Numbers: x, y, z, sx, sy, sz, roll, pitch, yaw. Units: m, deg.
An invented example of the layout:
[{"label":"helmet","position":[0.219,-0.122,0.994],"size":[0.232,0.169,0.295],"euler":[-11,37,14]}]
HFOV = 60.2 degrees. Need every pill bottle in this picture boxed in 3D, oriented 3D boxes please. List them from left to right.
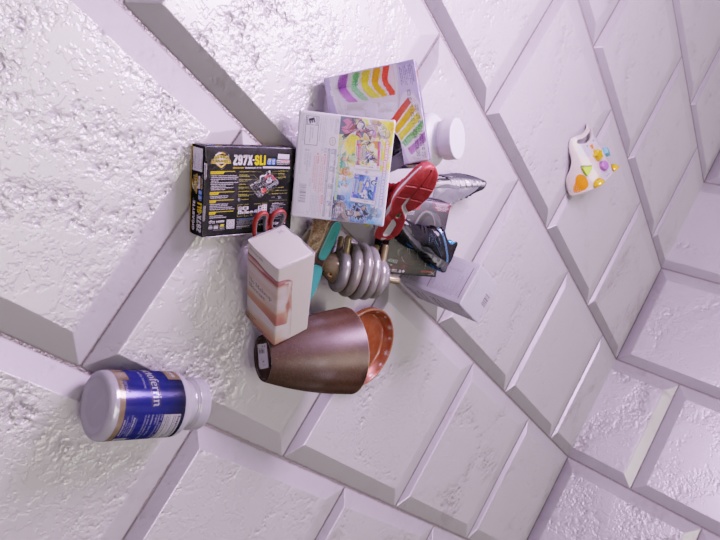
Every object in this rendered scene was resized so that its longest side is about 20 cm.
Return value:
[{"label":"pill bottle","position":[-0.367,0.233,1.079],"size":[0.199,0.115,0.117],"euler":[12,97,-49]},{"label":"pill bottle","position":[0.110,-0.269,1.296],"size":[0.111,0.198,0.112],"euler":[-9,100,-59]}]

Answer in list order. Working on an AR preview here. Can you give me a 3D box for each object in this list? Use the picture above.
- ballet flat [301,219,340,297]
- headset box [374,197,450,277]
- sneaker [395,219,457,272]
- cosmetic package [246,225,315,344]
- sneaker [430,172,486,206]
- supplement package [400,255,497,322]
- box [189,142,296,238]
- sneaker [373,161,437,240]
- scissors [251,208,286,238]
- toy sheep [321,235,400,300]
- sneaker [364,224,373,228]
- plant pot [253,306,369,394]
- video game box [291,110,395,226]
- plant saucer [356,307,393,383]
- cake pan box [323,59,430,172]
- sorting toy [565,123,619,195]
[{"label":"ballet flat","position":[-0.105,-0.023,1.287],"size":[0.201,0.065,0.070],"euler":[-65,154,-3]},{"label":"headset box","position":[0.118,-0.094,1.454],"size":[0.147,0.075,0.202],"euler":[5,103,-26]},{"label":"sneaker","position":[0.141,-0.076,1.392],"size":[0.200,0.073,0.082],"euler":[36,86,-39]},{"label":"cosmetic package","position":[-0.156,0.030,1.185],"size":[0.087,0.103,0.201],"euler":[-25,140,-34]},{"label":"sneaker","position":[0.231,-0.185,1.579],"size":[0.199,0.075,0.116],"euler":[-5,114,-35]},{"label":"supplement package","position":[0.217,0.029,1.545],"size":[0.109,0.199,0.114],"euler":[41,77,-46]},{"label":"box","position":[-0.212,-0.148,1.135],"size":[0.199,0.049,0.161],"euler":[-10,111,-44]},{"label":"sneaker","position":[0.070,-0.167,1.251],"size":[0.078,0.116,0.200],"euler":[9,135,-37]},{"label":"scissors","position":[-0.178,-0.038,1.195],"size":[0.073,0.014,0.201],"euler":[-26,143,-34]},{"label":"toy sheep","position":[0.000,0.000,1.358],"size":[0.198,0.138,0.139],"euler":[12,99,-19]},{"label":"sneaker","position":[-0.013,-0.178,1.327],"size":[0.076,0.075,0.201],"euler":[-28,120,-18]},{"label":"plant pot","position":[-0.114,0.174,1.296],"size":[0.198,0.187,0.189],"euler":[-1,107,-31]},{"label":"video game box","position":[-0.033,-0.195,1.183],"size":[0.047,0.180,0.202],"euler":[-77,174,-75]},{"label":"plant saucer","position":[0.004,0.185,1.512],"size":[0.199,0.032,0.202],"euler":[-21,121,-41]},{"label":"cake pan box","position":[0.034,-0.291,1.211],"size":[0.052,0.182,0.202],"euler":[-45,127,-74]},{"label":"sorting toy","position":[0.747,-0.377,2.036],"size":[0.200,0.106,0.181],"euler":[-41,112,-28]}]
